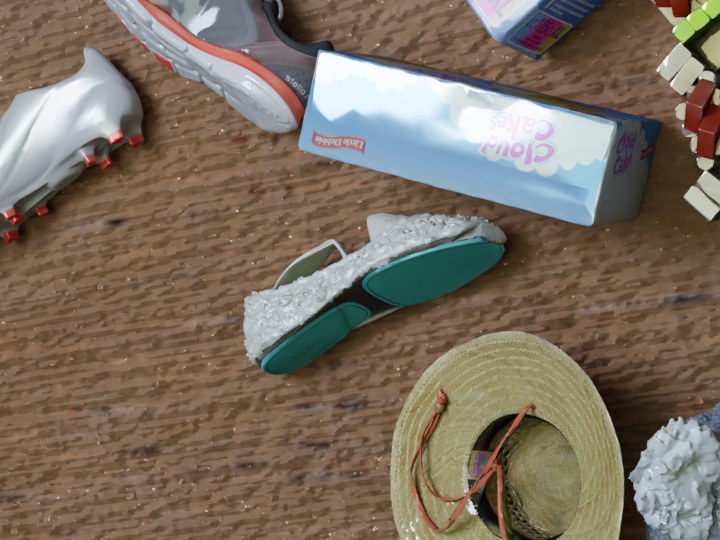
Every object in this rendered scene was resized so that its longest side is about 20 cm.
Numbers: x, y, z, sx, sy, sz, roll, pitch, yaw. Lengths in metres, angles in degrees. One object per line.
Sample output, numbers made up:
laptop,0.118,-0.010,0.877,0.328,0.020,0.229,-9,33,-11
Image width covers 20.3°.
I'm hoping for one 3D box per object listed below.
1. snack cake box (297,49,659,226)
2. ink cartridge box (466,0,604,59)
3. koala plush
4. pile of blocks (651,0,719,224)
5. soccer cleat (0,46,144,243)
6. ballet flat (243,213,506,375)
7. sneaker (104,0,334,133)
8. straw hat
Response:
snack cake box,0.076,-0.085,1.270,0.199,0.115,0.068,16,98,20
ink cartridge box,0.134,-0.251,1.254,0.200,0.076,0.137,-40,72,17
koala plush,0.219,0.176,1.202,0.183,0.177,0.201,-7,94,32
pile of blocks,0.223,-0.117,1.238,0.082,0.062,0.201,-16,88,22
soccer cleat,-0.242,-0.079,1.426,0.199,0.069,0.078,-33,76,13
ballet flat,0.000,0.000,1.334,0.199,0.072,0.072,-28,83,20
sneaker,-0.100,-0.174,1.372,0.200,0.077,0.082,37,78,15
straw hat,0.117,0.132,1.281,0.200,0.085,0.202,-4,85,47
